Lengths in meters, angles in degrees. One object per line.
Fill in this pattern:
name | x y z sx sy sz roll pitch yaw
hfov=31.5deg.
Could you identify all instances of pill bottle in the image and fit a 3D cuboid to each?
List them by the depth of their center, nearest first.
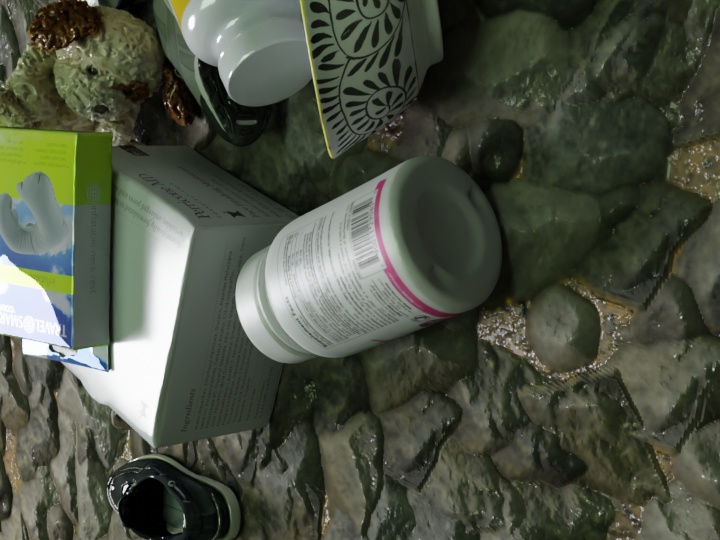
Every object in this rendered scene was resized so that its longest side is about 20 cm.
pill bottle | 0.000 0.000 0.954 0.199 0.112 0.115 -23 76 46
pill bottle | -0.105 -0.239 1.042 0.112 0.111 0.202 -45 59 39

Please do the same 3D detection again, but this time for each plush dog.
plush dog | -0.247 -0.179 1.181 0.171 0.199 0.163 -25 53 39

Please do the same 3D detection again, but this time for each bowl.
bowl | 0.008 -0.188 0.920 0.201 0.093 0.204 -9 -90 -88

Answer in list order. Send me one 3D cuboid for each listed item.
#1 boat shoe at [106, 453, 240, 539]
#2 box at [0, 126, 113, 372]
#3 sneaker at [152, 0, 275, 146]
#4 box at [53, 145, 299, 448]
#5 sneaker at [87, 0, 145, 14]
boat shoe | -0.198 0.224 1.220 0.198 0.066 0.076 11 102 46
box | -0.265 -0.019 1.087 0.121 0.047 0.203 7 98 37
sneaker | -0.131 -0.187 1.119 0.080 0.073 0.202 -57 49 47
box | -0.166 0.015 1.122 0.198 0.130 0.203 31 116 41
sneaker | -0.221 -0.311 1.185 0.200 0.074 0.089 -42 78 40
